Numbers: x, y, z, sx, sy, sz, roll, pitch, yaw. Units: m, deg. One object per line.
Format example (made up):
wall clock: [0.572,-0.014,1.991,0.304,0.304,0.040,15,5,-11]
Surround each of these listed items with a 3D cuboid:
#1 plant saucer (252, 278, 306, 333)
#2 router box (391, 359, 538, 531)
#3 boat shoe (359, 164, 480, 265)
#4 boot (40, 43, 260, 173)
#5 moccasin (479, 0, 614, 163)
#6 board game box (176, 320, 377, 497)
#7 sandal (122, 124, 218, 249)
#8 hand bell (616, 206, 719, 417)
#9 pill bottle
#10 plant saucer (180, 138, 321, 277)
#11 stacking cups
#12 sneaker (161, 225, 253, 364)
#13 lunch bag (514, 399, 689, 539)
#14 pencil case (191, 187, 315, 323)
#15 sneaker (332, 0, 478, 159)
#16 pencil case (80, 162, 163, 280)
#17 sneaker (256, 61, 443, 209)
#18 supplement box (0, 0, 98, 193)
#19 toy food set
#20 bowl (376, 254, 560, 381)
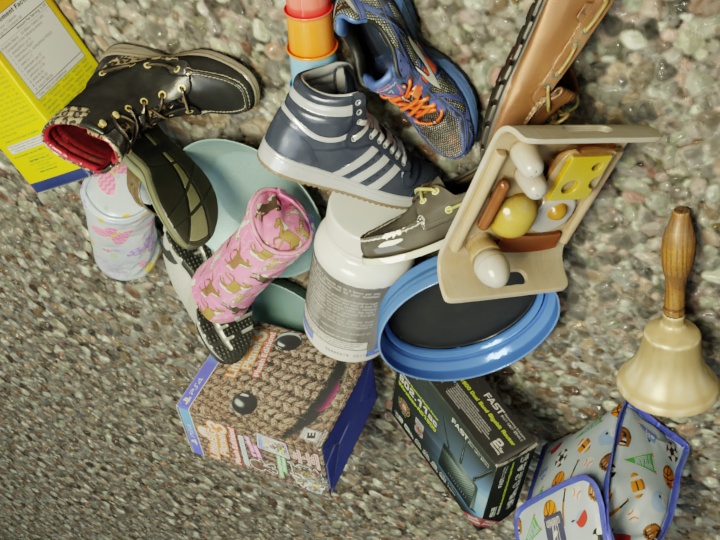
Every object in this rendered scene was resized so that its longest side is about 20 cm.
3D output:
plant saucer: [-0.104,0.073,1.215,0.197,0.036,0.202,18,139,16]
router box: [0.117,0.187,1.100,0.200,0.062,0.151,50,152,34]
boat shoe: [0.086,-0.064,0.878,0.199,0.072,0.061,-22,108,0]
boot: [-0.216,-0.164,0.946,0.197,0.151,0.074,15,139,18]
moccasin: [0.157,-0.161,0.777,0.077,0.074,0.203,21,121,-2]
board game box: [-0.100,0.165,1.155,0.197,0.160,0.098,12,137,19]
sandal: [-0.227,-0.105,1.017,0.202,0.079,0.057,52,132,14]
hand bell: [0.308,0.032,0.899,0.103,0.104,0.203,9,124,23]
pill bottle: [0.000,0.000,1.014,0.112,0.114,0.201,22,140,9]
plant saucer: [-0.125,-0.079,1.068,0.198,0.039,0.203,17,138,16]
stacking cups: [-0.040,-0.197,0.885,0.060,0.061,0.202,15,134,17]
sneaker: [-0.193,0.025,1.156,0.202,0.073,0.080,67,152,12]
lunch bag: [0.269,0.274,1.066,0.123,0.201,0.170,34,141,-7]
pencil case: [-0.126,-0.013,1.035,0.084,0.086,0.200,61,141,11]
sneaker: [0.035,-0.176,0.836,0.075,0.079,0.200,-19,120,43]
pencil case: [-0.287,-0.058,1.121,0.089,0.084,0.200,1,158,-10]
sneaker: [0.010,-0.129,0.879,0.197,0.070,0.109,10,124,-26]
supplement box: [-0.364,-0.205,1.029,0.108,0.109,0.201,-9,126,37]
toy food set: [0.163,-0.047,0.812,0.141,0.061,0.201,-5,142,-24]
bowl: [0.112,0.048,0.983,0.197,0.040,0.202,-8,142,-6]
